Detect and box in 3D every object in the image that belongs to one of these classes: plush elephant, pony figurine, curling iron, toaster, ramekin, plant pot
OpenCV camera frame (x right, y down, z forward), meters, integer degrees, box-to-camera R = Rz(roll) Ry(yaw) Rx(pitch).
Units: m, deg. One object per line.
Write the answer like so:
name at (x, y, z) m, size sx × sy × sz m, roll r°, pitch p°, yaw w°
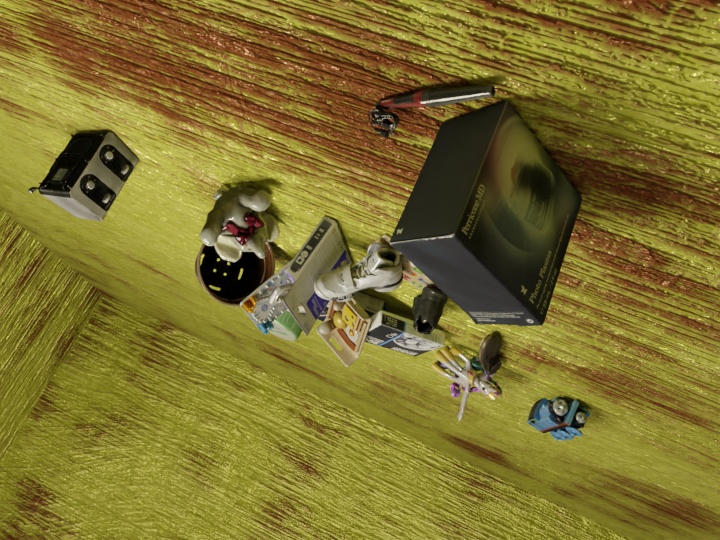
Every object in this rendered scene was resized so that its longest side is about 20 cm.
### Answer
plush elephant at (-0.252, -0.091, 1.210) m, size 0.156 × 0.163 × 0.200 m, roll 57°, pitch 173°, yaw -32°
pony figurine at (0.286, 0.298, 1.503) m, size 0.199 × 0.167 × 0.194 m, roll 37°, pitch 160°, yaw 18°
curling iron at (0.088, -0.212, 0.720) m, size 0.197 × 0.025 × 0.051 m, roll -2°, pitch 109°, yaw 44°
toaster at (-0.649, -0.224, 1.319) m, size 0.196 × 0.184 × 0.119 m, roll 8°, pitch 155°, yaw 35°
ramekin at (-0.265, 0.146, 1.825) m, size 0.196 × 0.099 × 0.201 m, roll 22°, pitch 158°, yaw 10°
plant pot at (-0.348, -0.011, 1.464) m, size 0.198 × 0.204 × 0.197 m, roll 35°, pitch 164°, yaw -23°

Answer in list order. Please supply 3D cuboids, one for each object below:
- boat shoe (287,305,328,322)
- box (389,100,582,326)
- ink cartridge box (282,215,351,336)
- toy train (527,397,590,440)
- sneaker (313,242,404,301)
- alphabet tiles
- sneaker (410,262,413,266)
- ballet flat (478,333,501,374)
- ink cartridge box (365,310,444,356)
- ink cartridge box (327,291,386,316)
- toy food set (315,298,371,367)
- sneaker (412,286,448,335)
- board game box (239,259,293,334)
boat shoe at (-0.147, 0.114, 1.649) m, size 0.197 × 0.076 × 0.093 m, roll 1°, pitch 140°, yaw 46°
box at (0.170, -0.065, 0.724) m, size 0.197 × 0.204 × 0.122 m, roll 38°, pitch 156°, yaw -29°
ink cartridge box at (-0.099, 0.018, 1.212) m, size 0.043 × 0.202 × 0.199 m, roll 25°, pitch 160°, yaw 22°
toy train at (0.536, 0.399, 1.510) m, size 0.112 × 0.088 × 0.201 m, roll 29°, pitch 159°, yaw 7°
sneaker at (0.000, 0.000, 1.146) m, size 0.194 × 0.077 × 0.116 m, roll -8°, pitch 151°, yaw -10°
alphabet tiles at (0.111, -0.010, 1.177) m, size 0.197 × 0.006 × 0.166 m, roll 32°, pitch 158°, yaw -13°
sneaker at (0.130, -0.069, 0.962) m, size 0.085 × 0.078 × 0.201 m, roll 5°, pitch 158°, yaw 8°
ballet flat at (0.313, 0.201, 1.363) m, size 0.047 × 0.067 × 0.201 m, roll 50°, pitch 176°, yaw 32°
ink cartridge box at (0.088, 0.176, 1.465) m, size 0.194 × 0.045 × 0.199 m, roll 19°, pitch 154°, yaw -21°
ink cartridge box at (-0.027, 0.086, 1.493) m, size 0.195 × 0.045 × 0.095 m, roll 19°, pitch 158°, yaw 17°
toy food set at (-0.052, 0.134, 1.414) m, size 0.144 × 0.060 × 0.203 m, roll 46°, pitch 142°, yaw 25°
sneaker at (0.147, 0.105, 1.272) m, size 0.074 × 0.093 × 0.201 m, roll 18°, pitch 163°, yaw 7°
board game box at (-0.204, 0.067, 1.450) m, size 0.026 × 0.199 × 0.201 m, roll 45°, pitch 167°, yaw 22°
